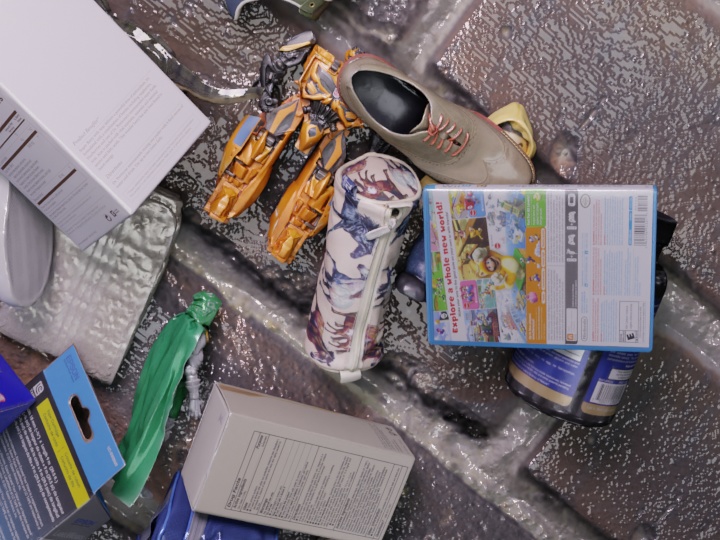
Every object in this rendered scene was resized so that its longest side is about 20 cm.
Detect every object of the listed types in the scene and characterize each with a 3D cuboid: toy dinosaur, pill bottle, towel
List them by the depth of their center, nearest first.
[{"bbox_3d":[-0.181,-0.174,0.967,0.198,0.048,0.089,31,135,8],"label":"toy dinosaur"},{"bbox_3d":[0.217,0.033,1.003,0.110,0.112,0.203,18,103,-5],"label":"pill bottle"},{"bbox_3d":[-0.257,-0.005,1.027,0.131,0.035,0.202,25,103,-5],"label":"towel"}]

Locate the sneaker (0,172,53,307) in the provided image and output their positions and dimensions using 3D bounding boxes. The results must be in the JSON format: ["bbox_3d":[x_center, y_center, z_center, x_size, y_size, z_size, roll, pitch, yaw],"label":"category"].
[{"bbox_3d":[-0.349,-0.063,0.979,0.114,0.074,0.204,-8,87,19],"label":"sneaker"}]

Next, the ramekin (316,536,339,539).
[{"bbox_3d":[-0.043,0.355,1.038,0.097,0.201,0.202,34,101,-1],"label":"ramekin"}]

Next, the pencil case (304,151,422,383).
[{"bbox_3d":[0.000,0.000,0.983,0.076,0.090,0.203,6,121,-11],"label":"pencil case"}]

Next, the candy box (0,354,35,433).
[{"bbox_3d":[-0.408,0.072,0.946,0.077,0.169,0.201,-43,81,11],"label":"candy box"}]

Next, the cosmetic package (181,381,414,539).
[{"bbox_3d":[-0.059,0.186,1.026,0.197,0.071,0.107,19,101,-24],"label":"cosmetic package"}]

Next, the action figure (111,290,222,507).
[{"bbox_3d":[-0.183,0.114,1.033,0.054,0.118,0.203,21,95,-30],"label":"action figure"}]

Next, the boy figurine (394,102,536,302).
[{"bbox_3d":[0.111,-0.057,1.004,0.123,0.064,0.202,29,104,-1],"label":"boy figurine"}]

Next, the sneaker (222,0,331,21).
[{"bbox_3d":[-0.036,-0.268,0.954,0.196,0.067,0.091,-6,111,1],"label":"sneaker"}]

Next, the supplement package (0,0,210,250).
[{"bbox_3d":[-0.251,-0.140,0.905,0.200,0.119,0.122,46,56,-16],"label":"supplement package"}]

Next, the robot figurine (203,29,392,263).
[{"bbox_3d":[-0.052,-0.115,0.989,0.144,0.058,0.202,31,101,-11],"label":"robot figurine"}]

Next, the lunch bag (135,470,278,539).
[{"bbox_3d":[-0.171,0.308,1.052,0.130,0.136,0.203,22,104,-6],"label":"lunch bag"}]

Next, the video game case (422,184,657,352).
[{"bbox_3d":[0.154,-0.002,0.935,0.196,0.018,0.146,1,109,13],"label":"video game case"}]

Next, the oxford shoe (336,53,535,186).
[{"bbox_3d":[0.065,-0.114,0.925,0.198,0.075,0.071,28,101,-7],"label":"oxford shoe"}]

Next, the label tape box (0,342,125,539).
[{"bbox_3d":[-0.301,0.191,1.019,0.199,0.063,0.145,-38,60,9],"label":"label tape box"}]
